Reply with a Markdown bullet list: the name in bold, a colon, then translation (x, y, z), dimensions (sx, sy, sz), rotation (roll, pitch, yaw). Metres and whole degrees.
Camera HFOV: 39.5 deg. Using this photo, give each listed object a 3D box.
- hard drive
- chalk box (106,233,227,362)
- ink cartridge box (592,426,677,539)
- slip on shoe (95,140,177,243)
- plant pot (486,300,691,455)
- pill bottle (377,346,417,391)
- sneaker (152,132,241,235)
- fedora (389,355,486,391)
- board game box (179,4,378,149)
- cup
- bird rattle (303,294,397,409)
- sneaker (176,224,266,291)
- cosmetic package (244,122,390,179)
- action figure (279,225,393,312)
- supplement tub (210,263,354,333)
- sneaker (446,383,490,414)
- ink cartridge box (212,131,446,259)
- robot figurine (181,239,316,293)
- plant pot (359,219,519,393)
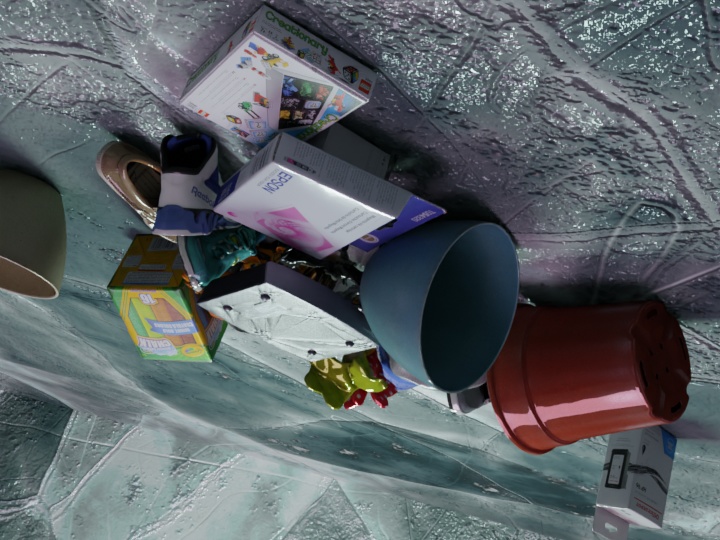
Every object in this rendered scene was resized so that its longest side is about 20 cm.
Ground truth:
- **hard drive**: translation (-0.083, 0.052, 1.214), dimensions (0.134, 0.043, 0.200), rotation (-16, 145, 39)
- **chalk box**: translation (-0.275, 0.057, 1.516), dimensions (0.124, 0.124, 0.201), rotation (-1, 132, 18)
- **ink cartridge box**: translation (0.466, 0.361, 1.703), dimensions (0.116, 0.201, 0.068), rotation (32, 155, -36)
- **slip on shoe**: translation (-0.252, -0.093, 1.290), dimensions (0.060, 0.076, 0.200), rotation (21, 160, 45)
- **plant pot**: translation (0.295, 0.125, 1.266), dimensions (0.195, 0.202, 0.200), rotation (-14, 144, 42)
- **pill bottle**: translation (0.069, 0.124, 1.541), dimensions (0.112, 0.113, 0.200), rotation (22, 159, -12)
- **sneaker**: translation (-0.189, -0.107, 1.200), dimensions (0.080, 0.116, 0.199), rotation (5, -171, 7)
- **fedora**: translation (0.108, 0.108, 1.382), dimensions (0.199, 0.091, 0.177), rotation (4, -163, -13)
- **board game box**: translation (-0.086, -0.178, 0.987), dimensions (0.126, 0.035, 0.200), rotation (27, 158, -23)
- **cup**: translation (-0.519, -0.063, 1.489), dimensions (0.199, 0.144, 0.200), rotation (15, 159, 6)
- **bird rattle**: translation (0.006, 0.115, 1.399), dimensions (0.112, 0.164, 0.200), rotation (-3, 176, 18)
- **sneaker**: translation (-0.173, -0.034, 1.261), dimensions (0.079, 0.200, 0.078), rotation (-14, 105, 17)
- **cosmetic package**: translation (-0.059, -0.106, 1.129), dimensions (0.082, 0.051, 0.200), rotation (26, 158, -29)
- **action figure**: translation (0.000, 0.000, 1.273), dimensions (0.199, 0.119, 0.102), rotation (28, 163, -13)
- **supplement tub**: translation (-0.116, 0.040, 1.457), dimensions (0.199, 0.123, 0.123), rotation (10, 159, 20)
- **sneaker**: translation (0.216, 0.156, 1.459), dimensions (0.120, 0.084, 0.200), rotation (-8, -168, 35)
- **ink cartridge box**: translation (-0.039, -0.064, 1.092), dimensions (0.199, 0.044, 0.196), rotation (25, 158, -19)
- **robot figurine**: translation (-0.145, 0.002, 1.363), dimensions (0.199, 0.146, 0.058), rotation (14, 164, 36)
- **plant pot**: translation (0.078, 0.029, 1.185), dimensions (0.134, 0.201, 0.200), rotation (16, 163, 37)
